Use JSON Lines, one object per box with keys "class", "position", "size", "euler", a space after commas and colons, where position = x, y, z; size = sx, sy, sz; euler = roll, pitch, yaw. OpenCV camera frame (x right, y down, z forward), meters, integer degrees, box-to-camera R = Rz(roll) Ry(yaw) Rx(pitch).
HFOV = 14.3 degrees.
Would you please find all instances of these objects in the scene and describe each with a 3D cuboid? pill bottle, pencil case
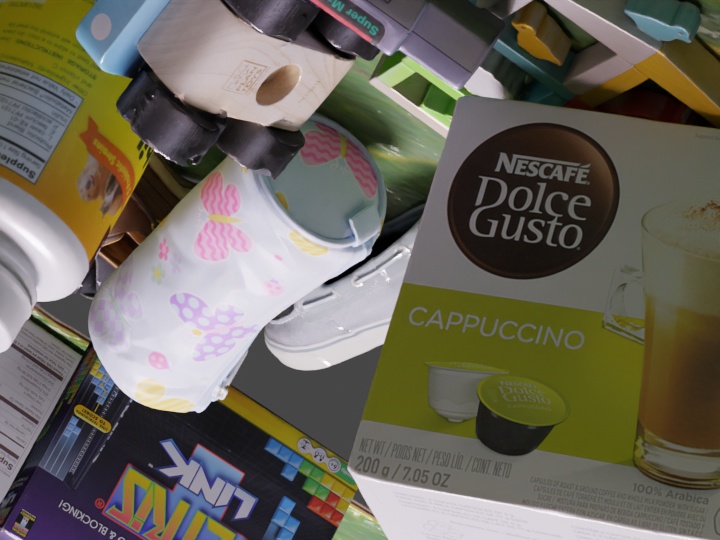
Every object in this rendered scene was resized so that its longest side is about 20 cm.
{"class": "pill bottle", "position": [-0.163, -0.062, 1.438], "size": [0.109, 0.201, 0.109], "euler": [22, 156, 11]}
{"class": "pencil case", "position": [-0.068, -0.002, 1.532], "size": [0.200, 0.083, 0.091], "euler": [-45, 68, 44]}

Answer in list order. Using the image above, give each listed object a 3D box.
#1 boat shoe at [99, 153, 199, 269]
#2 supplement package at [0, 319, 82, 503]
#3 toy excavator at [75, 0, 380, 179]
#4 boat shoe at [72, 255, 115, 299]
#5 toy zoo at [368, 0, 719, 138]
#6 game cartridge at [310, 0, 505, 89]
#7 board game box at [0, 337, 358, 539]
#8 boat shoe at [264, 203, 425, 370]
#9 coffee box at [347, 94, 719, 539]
{"class": "boat shoe", "position": [-0.145, -0.041, 1.623], "size": [0.200, 0.068, 0.072], "euler": [39, 153, -23]}
{"class": "supplement package", "position": [-0.314, 0.114, 1.942], "size": [0.150, 0.201, 0.152], "euler": [35, 155, -17]}
{"class": "toy excavator", "position": [-0.108, -0.150, 1.324], "size": [0.200, 0.100, 0.194], "euler": [49, -159, 27]}
{"class": "boat shoe", "position": [-0.157, -0.013, 1.699], "size": [0.200, 0.061, 0.074], "euler": [38, 153, -22]}
{"class": "toy zoo", "position": [0.100, -0.086, 1.339], "size": [0.131, 0.021, 0.200], "euler": [35, 155, -16]}
{"class": "game cartridge", "position": [-0.029, -0.147, 1.235], "size": [0.199, 0.038, 0.130], "euler": [35, -166, 0]}
{"class": "board game box", "position": [-0.119, 0.152, 1.859], "size": [0.199, 0.166, 0.057], "euler": [33, 155, -14]}
{"class": "boat shoe", "position": [0.000, 0.001, 1.571], "size": [0.072, 0.070, 0.200], "euler": [50, 148, -16]}
{"class": "coffee box", "position": [0.131, 0.059, 1.338], "size": [0.198, 0.199, 0.200], "euler": [9, 157, 20]}
